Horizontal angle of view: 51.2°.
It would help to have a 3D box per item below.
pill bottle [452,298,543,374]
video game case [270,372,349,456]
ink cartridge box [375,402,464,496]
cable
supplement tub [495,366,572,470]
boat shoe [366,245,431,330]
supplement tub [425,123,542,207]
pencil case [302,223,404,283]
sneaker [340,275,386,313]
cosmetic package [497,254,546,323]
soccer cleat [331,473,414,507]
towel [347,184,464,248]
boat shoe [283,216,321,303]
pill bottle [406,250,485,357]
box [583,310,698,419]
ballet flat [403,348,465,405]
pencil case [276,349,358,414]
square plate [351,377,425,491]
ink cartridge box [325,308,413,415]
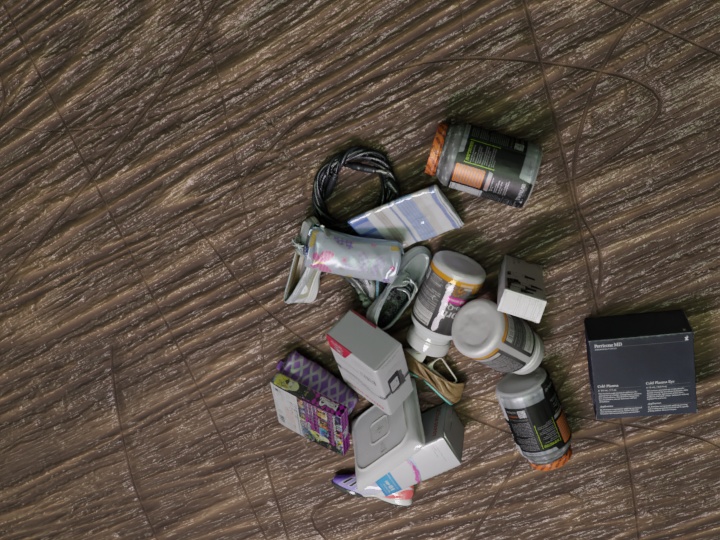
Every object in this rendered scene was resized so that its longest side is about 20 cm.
[{"bbox_3d":[0.279,0.138,1.501,0.116,0.117,0.199,-38,140,22],"label":"pill bottle"},{"bbox_3d":[-0.110,0.323,1.677,0.180,0.036,0.201,23,147,18],"label":"video game case"},{"bbox_3d":[0.127,0.395,1.671,0.199,0.145,0.085,-30,103,21],"label":"ink cartridge box"},{"bbox_3d":[-0.021,-0.156,1.532,0.199,0.051,0.164,-27,106,21],"label":"cable"},{"bbox_3d":[0.374,0.316,1.602,0.122,0.123,0.201,-19,106,18],"label":"supplement tub"},{"bbox_3d":[0.088,0.041,1.545,0.070,0.071,0.201,35,89,-19],"label":"boat shoe"},{"bbox_3d":[0.230,-0.203,1.416,0.198,0.123,0.123,18,114,4],"label":"supplement tub"},{"bbox_3d":[-0.017,-0.034,1.501,0.198,0.083,0.091,12,102,-8],"label":"pencil case"},{"bbox_3d":[0.000,0.000,1.590,0.082,0.073,0.201,-35,107,4],"label":"sneaker"},{"bbox_3d":[0.312,0.031,1.458,0.082,0.200,0.051,18,112,3],"label":"cosmetic package"},{"bbox_3d":[0.030,0.503,1.786,0.198,0.068,0.074,10,90,12],"label":"soccer cleat"},{"bbox_3d":[0.093,-0.096,1.506,0.199,0.024,0.147,-20,144,20],"label":"towel"},{"bbox_3d":[-0.119,-0.018,1.583,0.064,0.074,0.203,-8,128,-30],"label":"boat shoe"},{"bbox_3d":[0.171,0.070,1.548,0.116,0.116,0.201,21,114,3],"label":"pill bottle"},{"bbox_3d":[0.565,0.191,1.524,0.198,0.104,0.184,-6,111,13],"label":"box"},{"bbox_3d":[0.146,0.213,1.644,0.199,0.068,0.073,35,94,-3],"label":"ballet flat"},{"bbox_3d":[-0.097,0.263,1.703,0.200,0.085,0.084,38,77,-5],"label":"pencil case"},{"bbox_3d":[0.051,0.352,1.643,0.028,0.199,0.200,37,116,-27],"label":"square plate"},{"bbox_3d":[0.022,0.194,1.571,0.145,0.083,0.201,33,157,30],"label":"ink cartridge box"}]
